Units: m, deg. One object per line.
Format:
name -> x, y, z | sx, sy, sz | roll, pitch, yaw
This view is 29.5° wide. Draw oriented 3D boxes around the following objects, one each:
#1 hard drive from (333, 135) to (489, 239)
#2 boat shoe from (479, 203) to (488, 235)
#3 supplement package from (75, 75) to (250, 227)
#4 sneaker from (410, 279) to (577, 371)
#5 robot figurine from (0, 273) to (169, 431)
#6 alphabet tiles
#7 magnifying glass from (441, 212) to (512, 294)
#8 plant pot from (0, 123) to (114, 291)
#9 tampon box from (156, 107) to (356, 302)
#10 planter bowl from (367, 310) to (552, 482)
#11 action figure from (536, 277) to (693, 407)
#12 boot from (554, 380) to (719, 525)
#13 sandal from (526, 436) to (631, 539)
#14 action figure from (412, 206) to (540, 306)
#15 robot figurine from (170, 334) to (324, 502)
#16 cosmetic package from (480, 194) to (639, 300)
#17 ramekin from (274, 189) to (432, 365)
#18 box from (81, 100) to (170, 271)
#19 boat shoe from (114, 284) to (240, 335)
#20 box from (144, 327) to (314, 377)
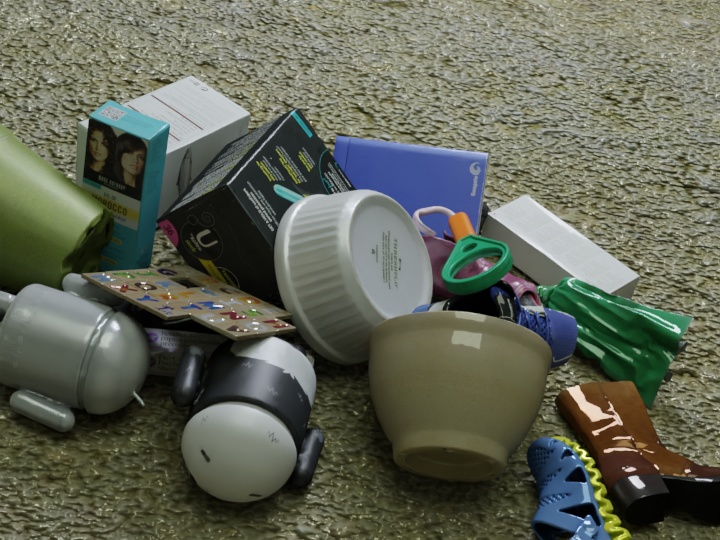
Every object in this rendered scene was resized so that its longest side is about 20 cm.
hard drive -> 0.057, -0.096, 1.758 | 0.199, 0.025, 0.133 | 7, 80, 9
boat shoe -> 0.079, -0.103, 1.806 | 0.199, 0.063, 0.073 | 31, -1, 17
supplement package -> -0.252, -0.147, 1.749 | 0.117, 0.117, 0.200 | 34, 44, 25
sneaker -> 0.161, 0.065, 1.507 | 0.198, 0.115, 0.081 | 7, 71, -21
robot figurine -> -0.309, 0.085, 1.454 | 0.199, 0.113, 0.171 | 16, 72, 6
alphabet tiles -> -0.174, 0.033, 1.474 | 0.199, 0.008, 0.167 | 23, 16, 33
magnifying glass -> 0.123, -0.023, 1.543 | 0.079, 0.022, 0.200 | -25, 23, 5
plant pot -> -0.390, -0.054, 1.554 | 0.189, 0.201, 0.200 | 28, 40, 6
tampon box -> -0.117, -0.070, 1.637 | 0.150, 0.126, 0.200 | 55, 37, -16
planter bowl -> 0.098, 0.144, 1.453 | 0.199, 0.200, 0.136 | 10, 65, -3
action figure -> 0.295, 0.066, 1.665 | 0.199, 0.119, 0.055 | 30, 9, 26
boot -> 0.338, 0.201, 1.549 | 0.187, 0.069, 0.200 | -7, 35, -12
sandal -> 0.215, 0.254, 1.423 | 0.086, 0.080, 0.200 | -8, 41, -17
action figure -> 0.159, 0.014, 1.652 | 0.199, 0.150, 0.134 | 26, 32, 38
robot figurine -> -0.115, 0.148, 1.425 | 0.149, 0.125, 0.201 | 6, 38, 7
cosmetic package -> 0.256, -0.016, 1.779 | 0.082, 0.051, 0.200 | -23, 51, -39
ramekin -> 0.000, 0.000, 1.565 | 0.094, 0.203, 0.203 | -19, 22, 35
box -> -0.280, -0.091, 1.605 | 0.082, 0.201, 0.049 | 22, 35, 12
boat shoe -> -0.234, 0.041, 1.567 | 0.199, 0.068, 0.072 | 3, 40, -9
box -> -0.152, 0.099, 1.539 | 0.199, 0.042, 0.039 | 7, 39, -9
